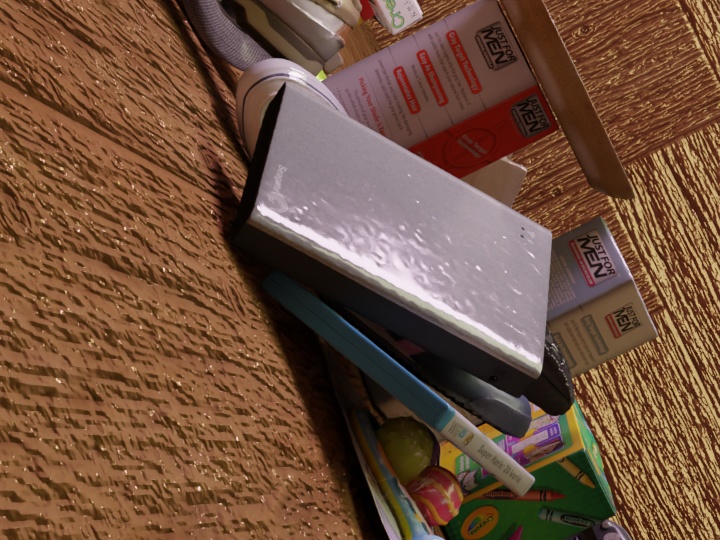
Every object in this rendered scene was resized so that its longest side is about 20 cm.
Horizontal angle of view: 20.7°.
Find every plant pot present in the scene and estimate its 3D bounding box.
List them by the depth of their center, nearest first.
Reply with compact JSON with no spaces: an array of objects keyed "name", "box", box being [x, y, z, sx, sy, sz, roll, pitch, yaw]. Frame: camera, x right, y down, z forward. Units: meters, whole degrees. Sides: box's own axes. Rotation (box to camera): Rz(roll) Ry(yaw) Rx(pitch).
[{"name":"plant pot","box":[0.138,-0.135,1.379,0.200,0.027,0.200,62,8,-15]}]

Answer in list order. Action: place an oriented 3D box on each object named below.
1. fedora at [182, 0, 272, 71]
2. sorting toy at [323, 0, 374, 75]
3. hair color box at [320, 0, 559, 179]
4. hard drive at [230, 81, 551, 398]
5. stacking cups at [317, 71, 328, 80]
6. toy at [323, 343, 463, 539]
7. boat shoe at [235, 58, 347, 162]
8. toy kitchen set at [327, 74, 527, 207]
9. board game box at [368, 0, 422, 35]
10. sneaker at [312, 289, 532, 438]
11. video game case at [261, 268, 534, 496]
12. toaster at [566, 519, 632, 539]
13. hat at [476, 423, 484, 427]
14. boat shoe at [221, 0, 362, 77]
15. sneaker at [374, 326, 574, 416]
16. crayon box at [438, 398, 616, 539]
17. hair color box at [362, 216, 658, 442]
[{"name":"fedora","box":[-0.083,-0.249,1.431,0.090,0.177,0.201,23,-49,45]},{"name":"sorting toy","box":[-0.077,-0.296,1.673,0.199,0.069,0.200,61,-6,-38]},{"name":"hair color box","box":[0.031,-0.107,1.429,0.061,0.199,0.102,54,12,-52]},{"name":"hard drive","box":[0.023,-0.020,1.193,0.200,0.033,0.140,28,38,-14]},{"name":"stacking cups","box":[-0.076,-0.186,1.566,0.200,0.060,0.061,60,6,8]},{"name":"toy","box":[0.033,0.130,1.208,0.200,0.047,0.115,-104,167,-59]},{"name":"boat shoe","box":[-0.023,-0.052,1.344,0.200,0.073,0.067,60,5,-35]},{"name":"toy kitchen set","box":[0.025,-0.048,1.735,0.199,0.181,0.163,21,15,-12]},{"name":"board game box","box":[-0.022,-0.306,1.684,0.200,0.035,0.126,60,-6,-31]},{"name":"sneaker","box":[0.043,0.022,1.251,0.200,0.082,0.070,40,-2,-1]},{"name":"video game case","box":[0.027,0.071,1.209,0.143,0.018,0.200,39,-2,26]},{"name":"toaster","box":[0.205,0.311,1.610,0.200,0.113,0.129,67,4,36]},{"name":"hat","box":[0.115,0.112,1.768,0.201,0.081,0.201,-17,90,-85]},{"name":"boat shoe","box":[-0.084,-0.218,1.325,0.200,0.068,0.075,44,-5,-22]},{"name":"sneaker","box":[0.059,0.034,1.325,0.200,0.091,0.076,42,10,-2]},{"name":"crayon box","box":[0.123,0.159,1.508,0.058,0.118,0.200,63,7,-8]},{"name":"hair color box","box":[0.105,0.048,1.415,0.061,0.199,0.099,68,7,31]}]
